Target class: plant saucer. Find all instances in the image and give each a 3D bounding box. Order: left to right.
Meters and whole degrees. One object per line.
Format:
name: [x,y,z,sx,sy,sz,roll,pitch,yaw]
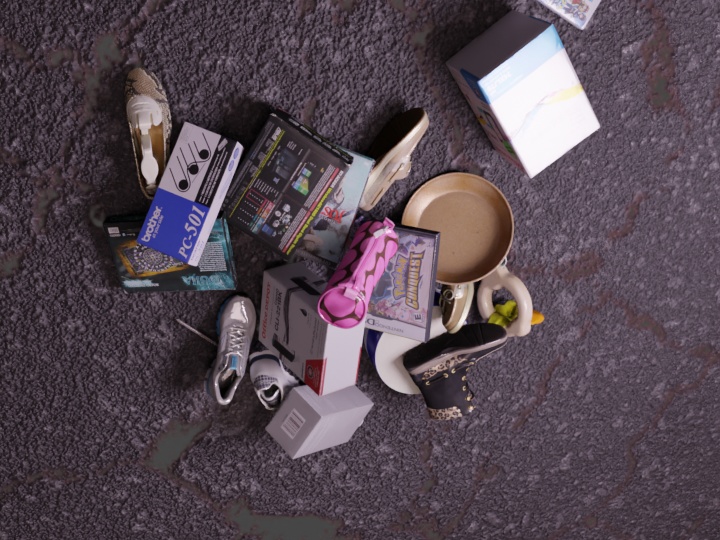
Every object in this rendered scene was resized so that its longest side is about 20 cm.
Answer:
plant saucer: [0.171,-0.071,1.326,0.199,0.201,0.035,-35,164,4]

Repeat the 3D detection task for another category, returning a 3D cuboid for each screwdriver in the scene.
screwdriver: [-0.256,0.138,1.377,0.199,0.029,0.028,38,102,-22]

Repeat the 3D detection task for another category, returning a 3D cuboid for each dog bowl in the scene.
dog bowl: [0.111,0.134,1.444,0.197,0.079,0.202,-7,118,-13]

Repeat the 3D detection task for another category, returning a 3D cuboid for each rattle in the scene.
rattle: [0.299,0.018,1.448,0.141,0.130,0.203,-15,94,-20]

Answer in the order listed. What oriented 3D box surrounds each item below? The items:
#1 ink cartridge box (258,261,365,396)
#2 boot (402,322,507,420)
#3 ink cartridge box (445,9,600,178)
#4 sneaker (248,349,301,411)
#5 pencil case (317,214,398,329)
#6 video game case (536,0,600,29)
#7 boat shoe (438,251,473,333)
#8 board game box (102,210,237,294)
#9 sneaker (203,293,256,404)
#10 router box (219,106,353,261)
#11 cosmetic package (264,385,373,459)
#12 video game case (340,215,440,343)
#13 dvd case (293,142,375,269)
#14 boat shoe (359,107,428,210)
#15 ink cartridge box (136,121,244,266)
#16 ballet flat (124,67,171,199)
ink cartridge box: [-0.088,0.096,1.288,0.083,0.199,0.146,-12,123,-36]
boot: [0.192,0.192,1.409,0.198,0.073,0.152,-22,119,0]
ink cartridge box: [0.266,-0.290,1.233,0.145,0.147,0.201,-36,120,4]
sneaker: [-0.157,0.229,1.390,0.076,0.081,0.201,-19,141,6]
pencil case: [0.000,0.000,1.204,0.090,0.201,0.094,38,132,-11]
video game case: [0.346,-0.524,1.209,0.181,0.022,0.201,22,108,-25]
boat shoe: [0.168,0.013,1.360,0.062,0.073,0.203,17,73,-15]
board game box: [-0.310,-0.028,1.234,0.197,0.028,0.137,-2,121,5]
sneaker: [-0.223,0.144,1.329,0.074,0.087,0.203,10,95,-20]
router box: [-0.124,-0.138,1.213,0.149,0.062,0.201,33,111,-8]
cosmetic package: [-0.072,0.273,1.404,0.107,0.090,0.199,-55,158,14]
video game case: [0.045,0.014,1.324,0.179,0.025,0.203,12,112,22]
dvd case: [-0.074,-0.117,1.262,0.144,0.022,0.202,22,112,2]
boat shoe: [0.052,-0.186,1.271,0.065,0.072,0.200,30,111,-32]
ink cartridge box: [-0.263,-0.118,1.164,0.093,0.044,0.202,21,87,9]
ballet flat: [-0.322,-0.202,1.147,0.067,0.076,0.202,-2,117,-5]
